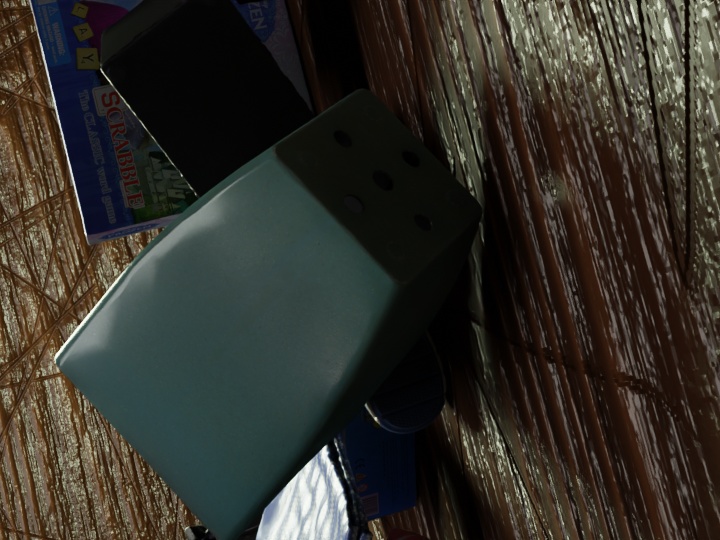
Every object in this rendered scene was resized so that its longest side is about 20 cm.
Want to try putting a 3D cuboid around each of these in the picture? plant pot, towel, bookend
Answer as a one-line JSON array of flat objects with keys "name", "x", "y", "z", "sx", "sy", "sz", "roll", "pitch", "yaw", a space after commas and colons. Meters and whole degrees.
[{"name": "plant pot", "x": -0.037, "y": 0.011, "z": 0.689, "sx": 0.141, "sy": 0.141, "sz": 0.200, "roll": 45, "pitch": 132, "yaw": 5}, {"name": "towel", "x": -0.039, "y": 0.180, "z": 0.871, "sx": 0.200, "sy": 0.024, "sz": 0.147, "roll": -115, "pitch": 41, "yaw": -67}, {"name": "bookend", "x": -0.086, "y": -0.103, "z": 0.912, "sx": 0.200, "sy": 0.092, "sz": 0.200, "roll": 53, "pitch": -179, "yaw": -20}]

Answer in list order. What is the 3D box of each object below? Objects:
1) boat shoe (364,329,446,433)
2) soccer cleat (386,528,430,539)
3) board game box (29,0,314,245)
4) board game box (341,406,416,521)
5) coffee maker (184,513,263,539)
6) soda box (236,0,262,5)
[{"name": "boat shoe", "x": 0.000, "y": 0.000, "z": 0.811, "sx": 0.072, "sy": 0.071, "sz": 0.203, "roll": -136, "pitch": 34, "yaw": -70}, {"name": "soccer cleat", "x": -0.010, "y": 0.263, "z": 0.869, "sx": 0.068, "sy": 0.201, "sz": 0.073, "roll": 41, "pitch": 175, "yaw": -29}, {"name": "board game box", "x": -0.143, "y": -0.142, "z": 1.030, "sx": 0.041, "sy": 0.197, "sz": 0.203, "roll": 138, "pitch": 116, "yaw": -77}, {"name": "board game box", "x": -0.015, "y": 0.052, "z": 0.994, "sx": 0.197, "sy": 0.055, "sz": 0.202, "roll": -114, "pitch": 15, "yaw": -45}, {"name": "coffee maker", "x": -0.079, "y": 0.150, "z": 1.137, "sx": 0.200, "sy": 0.133, "sz": 0.195, "roll": 52, "pitch": -153, "yaw": -70}, {"name": "soda box", "x": -0.056, "y": -0.212, "z": 0.798, "sx": 0.063, "sy": 0.070, "sz": 0.200, "roll": 44, "pitch": 177, "yaw": -17}]
